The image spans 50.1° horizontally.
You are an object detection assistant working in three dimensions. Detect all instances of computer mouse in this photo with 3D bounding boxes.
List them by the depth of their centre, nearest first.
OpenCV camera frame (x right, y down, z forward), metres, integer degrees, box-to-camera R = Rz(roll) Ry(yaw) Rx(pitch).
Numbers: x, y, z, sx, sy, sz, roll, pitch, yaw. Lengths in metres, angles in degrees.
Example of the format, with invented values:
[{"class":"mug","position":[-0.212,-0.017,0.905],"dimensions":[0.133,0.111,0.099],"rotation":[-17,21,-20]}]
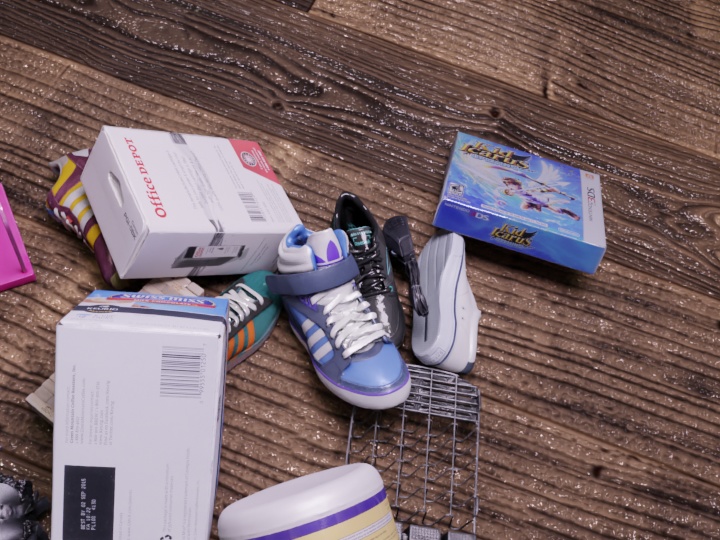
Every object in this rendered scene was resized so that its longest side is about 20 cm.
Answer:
[{"class":"computer mouse","position":[0.048,-0.007,0.872],"dimensions":[0.034,0.059,0.200],"rotation":[-12,26,3]}]

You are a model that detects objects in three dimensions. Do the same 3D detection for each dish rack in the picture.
[{"class":"dish rack","position":[0.050,0.192,0.787],"dimensions":[0.153,0.055,0.200],"rotation":[11,55,-4]}]

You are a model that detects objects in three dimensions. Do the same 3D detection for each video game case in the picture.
[{"class":"video game case","position":[0.201,-0.090,0.963],"dimensions":[0.200,0.045,0.181],"rotation":[17,36,2]}]

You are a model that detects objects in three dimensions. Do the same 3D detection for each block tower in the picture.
[{"class":"block tower","position":[-0.248,0.086,0.801],"dimensions":[0.054,0.058,0.200],"rotation":[33,57,12]}]

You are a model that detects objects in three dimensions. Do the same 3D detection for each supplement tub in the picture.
[{"class":"supplement tub","position":[-0.026,0.277,0.640],"dimensions":[0.145,0.145,0.200],"rotation":[-14,81,-18]}]

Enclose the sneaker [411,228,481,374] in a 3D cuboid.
[{"class":"sneaker","position":[0.102,0.035,0.894],"dimensions":[0.071,0.073,0.200],"rotation":[34,46,-25]}]

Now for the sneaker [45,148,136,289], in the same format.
[{"class":"sneaker","position":[-0.307,-0.055,0.877],"dimensions":[0.090,0.075,0.200],"rotation":[-13,54,-8]}]

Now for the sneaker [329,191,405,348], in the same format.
[{"class":"sneaker","position":[0.000,0.000,0.880],"dimensions":[0.075,0.079,0.200],"rotation":[-14,61,-6]}]

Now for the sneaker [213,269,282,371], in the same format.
[{"class":"sneaker","position":[-0.150,0.062,0.816],"dimensions":[0.071,0.080,0.200],"rotation":[33,59,13]}]

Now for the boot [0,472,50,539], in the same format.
[{"class":"boot","position":[-0.365,0.264,0.649],"dimensions":[0.198,0.073,0.163],"rotation":[-3,64,-23]}]

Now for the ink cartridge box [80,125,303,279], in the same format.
[{"class":"ink cartridge box","position":[-0.184,-0.073,0.849],"dimensions":[0.200,0.083,0.147],"rotation":[-2,53,-44]}]

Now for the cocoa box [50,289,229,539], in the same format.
[{"class":"cocoa box","position":[-0.189,0.129,0.683],"dimensions":[0.133,0.131,0.200],"rotation":[4,100,-7]}]

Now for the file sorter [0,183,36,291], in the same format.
[{"class":"file sorter","position":[-0.471,-0.043,0.803],"dimensions":[0.200,0.125,0.139],"rotation":[-20,64,-21]}]

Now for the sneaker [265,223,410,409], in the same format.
[{"class":"sneaker","position":[-0.024,0.034,0.782],"dimensions":[0.081,0.147,0.200],"rotation":[-23,40,-23]}]
